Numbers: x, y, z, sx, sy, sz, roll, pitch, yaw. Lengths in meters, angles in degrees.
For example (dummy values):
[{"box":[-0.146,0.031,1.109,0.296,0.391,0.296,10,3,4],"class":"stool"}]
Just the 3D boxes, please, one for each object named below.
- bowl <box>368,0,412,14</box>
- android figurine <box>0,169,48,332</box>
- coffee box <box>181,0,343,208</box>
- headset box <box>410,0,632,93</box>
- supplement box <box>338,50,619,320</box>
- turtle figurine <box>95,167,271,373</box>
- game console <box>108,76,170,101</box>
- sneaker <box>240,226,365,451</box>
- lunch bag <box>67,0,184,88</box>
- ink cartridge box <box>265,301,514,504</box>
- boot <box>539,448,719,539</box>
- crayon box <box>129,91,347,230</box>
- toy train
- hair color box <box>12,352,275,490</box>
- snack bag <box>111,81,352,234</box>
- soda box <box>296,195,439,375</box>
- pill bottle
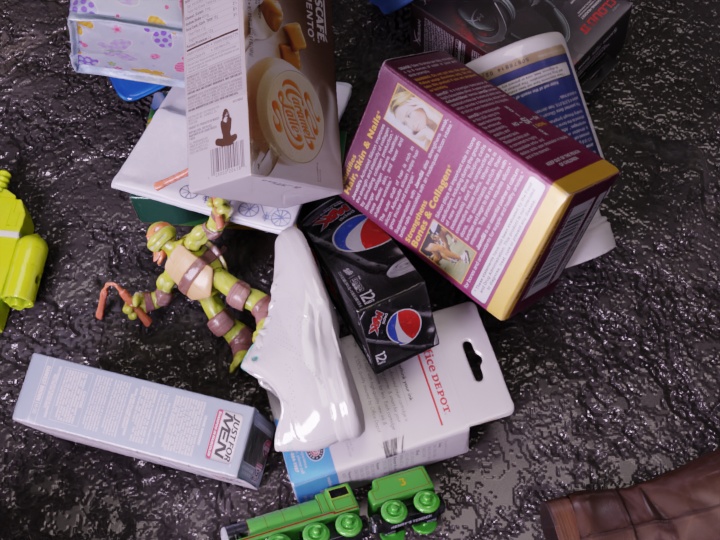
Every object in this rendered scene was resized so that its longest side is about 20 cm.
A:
[{"box":[0.087,-0.339,1.086,0.201,0.200,0.039,-46,106,-18],"class":"bowl"},{"box":[-0.391,-0.011,1.017,0.179,0.041,0.203,7,65,7],"class":"android figurine"},{"box":[-0.084,-0.164,0.895,0.079,0.114,0.204,-11,78,39],"class":"coffee box"},{"box":[0.171,-0.248,1.088,0.199,0.078,0.149,39,71,21],"class":"headset box"},{"box":[0.094,-0.076,0.890,0.199,0.132,0.103,39,35,21],"class":"supplement box"},{"box":[-0.150,0.014,0.961,0.161,0.064,0.200,45,114,7],"class":"turtle figurine"},{"box":[-0.187,-0.261,1.104,0.198,0.171,0.120,-27,100,-11],"class":"game console"},{"box":[-0.061,0.055,0.879,0.087,0.076,0.202,-18,59,4],"class":"sneaker"},{"box":[-0.164,-0.271,0.987,0.197,0.127,0.172,8,71,-13],"class":"lunch bag"},{"box":[0.023,0.115,0.916,0.197,0.067,0.117,-16,62,-5],"class":"ink cartridge box"},{"box":[0.265,0.246,0.847,0.197,0.064,0.189,-11,65,-8],"class":"boot"},{"box":[-0.118,-0.108,1.045,0.196,0.052,0.128,4,63,4],"class":"crayon box"},{"box":[-0.025,0.208,0.864,0.197,0.042,0.057,-12,42,-18],"class":"toy train"},{"box":[-0.181,0.130,0.896,0.197,0.099,0.062,13,75,9],"class":"hair color box"},{"box":[-0.116,-0.133,1.009,0.186,0.022,0.202,15,57,13],"class":"snack bag"},{"box":[0.000,0.000,0.926,0.063,0.072,0.200,-22,34,-9],"class":"soda box"},{"box":[0.165,-0.105,0.964,0.110,0.111,0.203,-20,92,-7],"class":"pill bottle"}]
